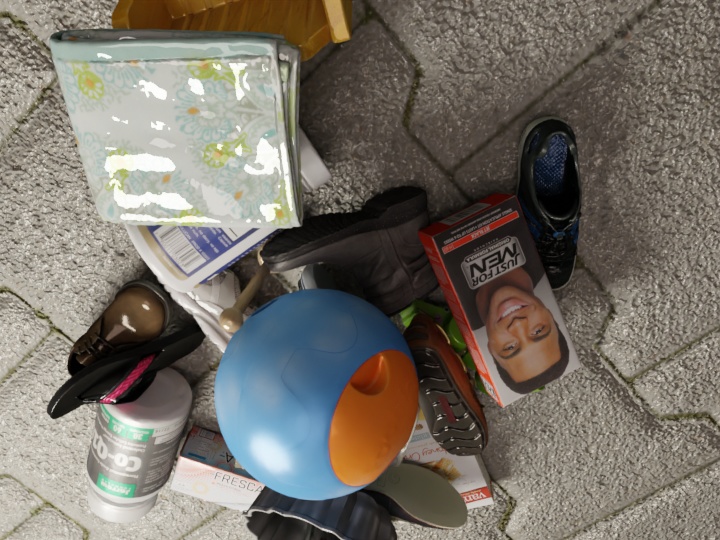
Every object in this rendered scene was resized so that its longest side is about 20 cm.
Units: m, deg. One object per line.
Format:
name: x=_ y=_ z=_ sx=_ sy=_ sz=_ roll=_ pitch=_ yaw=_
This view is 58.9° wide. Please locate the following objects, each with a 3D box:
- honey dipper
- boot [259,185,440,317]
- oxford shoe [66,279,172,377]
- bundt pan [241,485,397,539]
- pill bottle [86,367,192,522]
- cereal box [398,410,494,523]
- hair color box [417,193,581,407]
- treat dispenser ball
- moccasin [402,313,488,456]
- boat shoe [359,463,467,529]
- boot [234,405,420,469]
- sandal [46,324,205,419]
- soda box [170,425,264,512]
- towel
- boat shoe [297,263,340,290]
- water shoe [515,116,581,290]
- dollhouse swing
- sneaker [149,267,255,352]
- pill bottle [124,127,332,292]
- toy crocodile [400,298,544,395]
honey dipper: x=-0.106 y=0.007 z=0.665 sx=0.038 sy=0.200 sz=0.038 roll=3 pitch=113 yaw=8
boot: x=0.000 y=0.000 z=0.691 sx=0.199 sy=0.070 sz=0.132 roll=-19 pitch=116 yaw=-15
oxford shoe: x=-0.289 y=0.081 z=0.760 sx=0.073 sy=0.085 sz=0.200 roll=42 pitch=127 yaw=-11
bundt pan: x=-0.041 y=0.317 z=0.792 sx=0.201 sy=0.076 sz=0.203 roll=17 pitch=140 yaw=15
pill bottle: x=-0.298 y=0.231 z=0.847 sx=0.112 sy=0.113 sz=0.201 roll=19 pitch=117 yaw=-5
cereal box: x=0.085 y=0.250 z=0.865 sx=0.143 sy=0.040 sz=0.201 roll=-18 pitch=114 yaw=15
hair color box: x=0.148 y=0.030 z=0.681 sx=0.101 sy=0.061 sz=0.201 roll=-26 pitch=103 yaw=-5
treat dispenser ball: x=-0.042 y=0.119 z=0.629 sx=0.199 sy=0.201 sz=0.202 roll=2 pitch=118 yaw=4
moccasin: x=0.099 y=0.138 z=0.742 sx=0.073 sy=0.078 sz=0.202 roll=-19 pitch=118 yaw=26
boat shoe: x=0.039 y=0.291 z=0.830 sx=0.199 sy=0.071 sz=0.063 roll=19 pitch=130 yaw=3
boot: x=-0.045 y=0.200 z=0.785 sx=0.199 sy=0.073 sz=0.182 roll=15 pitch=128 yaw=-12
sandal: x=-0.266 y=0.124 z=0.755 sx=0.045 sy=0.199 sz=0.075 roll=54 pitch=145 yaw=16
soda box: x=-0.158 y=0.292 z=0.895 sx=0.199 sy=0.064 sz=0.069 roll=20 pitch=117 yaw=-5
towel: x=-0.147 y=-0.115 z=0.546 sx=0.198 sy=0.048 sz=0.172 roll=3 pitch=124 yaw=3
boat shoe: x=-0.051 y=0.091 z=0.777 sx=0.090 sy=0.071 sz=0.201 roll=-18 pitch=115 yaw=15
water shoe: x=0.196 y=-0.057 z=0.675 sx=0.071 sy=0.079 sz=0.201 roll=-7 pitch=116 yaw=9
dollhouse swing: x=-0.125 y=-0.287 z=0.543 sx=0.199 sy=0.183 sz=0.176 roll=-10 pitch=136 yaw=11
sneaker: x=-0.186 y=0.015 z=0.765 sx=0.082 sy=0.075 sz=0.200 roll=-43 pitch=103 yaw=-15
pill bottle: x=-0.132 y=-0.075 z=0.665 sx=0.199 sy=0.111 sz=0.111 roll=-34 pitch=111 yaw=3
toy crocodile: x=0.138 y=0.093 z=0.770 sx=0.199 sy=0.062 sz=0.068 roll=31 pitch=142 yaw=-5
